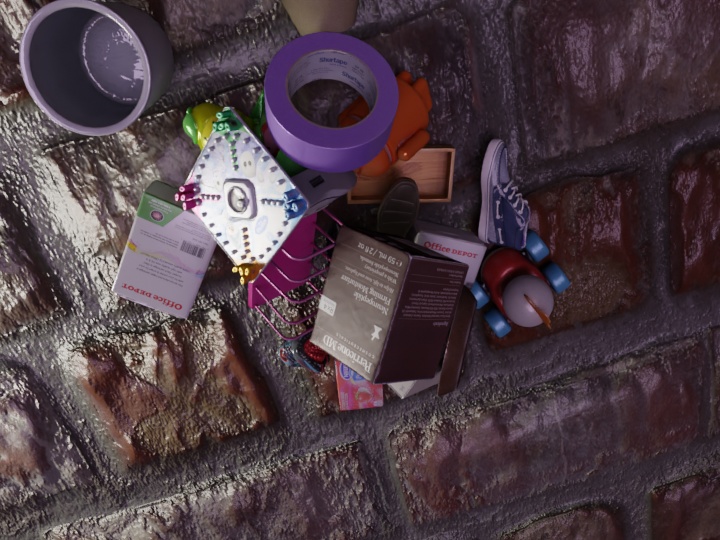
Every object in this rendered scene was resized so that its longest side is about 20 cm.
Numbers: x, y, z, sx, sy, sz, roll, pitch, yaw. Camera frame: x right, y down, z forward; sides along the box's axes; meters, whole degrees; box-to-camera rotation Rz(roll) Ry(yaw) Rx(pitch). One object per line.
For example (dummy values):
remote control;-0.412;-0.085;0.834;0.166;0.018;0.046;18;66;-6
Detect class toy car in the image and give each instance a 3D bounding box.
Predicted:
toy car;0.322;0.060;1.074;0.183;0.201;0.177;-38;113;11

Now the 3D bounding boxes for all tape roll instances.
tape roll;-0.044;-0.251;0.829;0.194;0.205;0.066;2;158;-7

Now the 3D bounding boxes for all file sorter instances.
file sorter;-0.106;0.001;0.979;0.137;0.125;0.203;-26;143;-35

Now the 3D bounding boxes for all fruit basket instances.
fruit basket;-0.187;-0.203;0.923;0.211;0.156;0.219;-20;133;-22

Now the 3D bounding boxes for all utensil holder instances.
utensil holder;-0.373;-0.306;0.827;0.165;0.201;0.174;-2;114;-5

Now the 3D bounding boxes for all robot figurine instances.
robot figurine;0.037;-0.240;0.932;0.144;0.117;0.200;44;79;-5

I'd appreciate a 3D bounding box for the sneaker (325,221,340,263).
sneaker;0.000;0.000;1.067;0.088;0.070;0.205;-15;83;-31

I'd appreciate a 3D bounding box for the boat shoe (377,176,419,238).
boat shoe;0.060;-0.094;1.020;0.070;0.069;0.203;8;133;-6

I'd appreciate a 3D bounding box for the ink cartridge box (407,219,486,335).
ink cartridge box;0.142;0.015;1.095;0.142;0.085;0.204;11;112;-15

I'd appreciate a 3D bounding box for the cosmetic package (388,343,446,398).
cosmetic package;0.107;0.174;1.094;0.103;0.199;0.074;43;108;22

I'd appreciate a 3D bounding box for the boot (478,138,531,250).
boot;0.274;-0.139;1.032;0.089;0.072;0.204;18;128;32

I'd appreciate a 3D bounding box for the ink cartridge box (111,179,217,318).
ink cartridge box;-0.345;-0.036;1.015;0.142;0.084;0.203;22;110;-15

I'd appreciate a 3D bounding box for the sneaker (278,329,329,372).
sneaker;-0.115;0.164;1.078;0.093;0.200;0.081;-14;81;3

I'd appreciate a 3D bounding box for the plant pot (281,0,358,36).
plant pot;-0.069;-0.462;0.820;0.182;0.189;0.203;-12;128;-1

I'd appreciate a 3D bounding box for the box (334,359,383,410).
box;-0.007;0.171;1.141;0.093;0.100;0.205;-5;115;-4

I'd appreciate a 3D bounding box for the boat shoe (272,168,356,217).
boat shoe;-0.076;-0.131;0.927;0.065;0.200;0.072;-36;96;38

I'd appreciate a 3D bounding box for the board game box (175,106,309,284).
board game box;-0.193;-0.109;0.870;0.201;0.026;0.200;49;127;7

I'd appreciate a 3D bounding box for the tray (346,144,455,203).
tray;0.072;-0.178;1.029;0.194;0.037;0.101;-2;114;-7

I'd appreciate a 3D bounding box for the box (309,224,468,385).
box;0.046;0.053;0.909;0.162;0.164;0.205;6;103;-47

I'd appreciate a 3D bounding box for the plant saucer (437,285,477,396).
plant saucer;0.177;0.128;1.000;0.034;0.201;0.205;12;115;14
